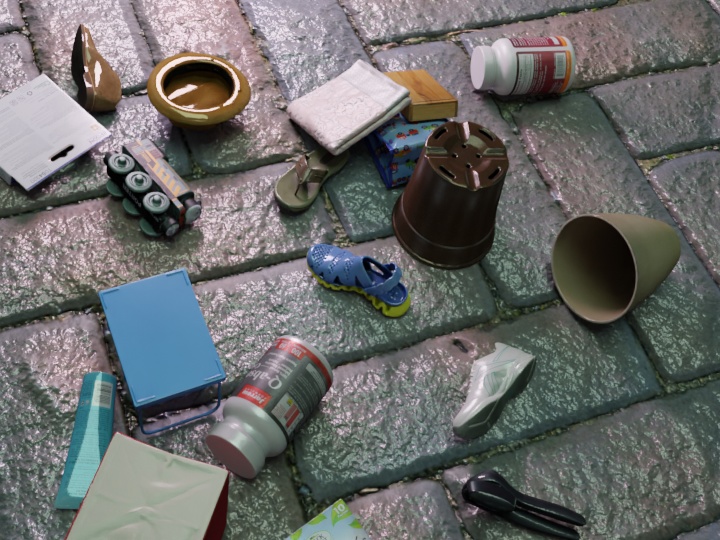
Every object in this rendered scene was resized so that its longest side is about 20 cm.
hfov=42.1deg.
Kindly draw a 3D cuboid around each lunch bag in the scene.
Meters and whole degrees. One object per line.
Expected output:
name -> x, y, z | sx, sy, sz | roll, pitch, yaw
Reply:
lunch bag -> 0.082, -0.272, 1.803 | 0.148, 0.095, 0.202 | -15, 49, -17

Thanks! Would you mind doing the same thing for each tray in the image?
tray -> 0.110, -0.345, 1.826 | 0.096, 0.038, 0.201 | -8, 31, -14

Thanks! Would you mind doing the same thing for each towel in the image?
towel -> -0.024, -0.313, 1.766 | 0.189, 0.033, 0.200 | -35, 42, -9

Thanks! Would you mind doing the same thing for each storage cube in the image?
storage cube -> -0.281, 0.355, 1.252 | 0.168, 0.181, 0.203 | 18, 54, 3

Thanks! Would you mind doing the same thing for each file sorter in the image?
file sorter -> -0.303, 0.128, 1.436 | 0.136, 0.124, 0.202 | -16, 60, -19

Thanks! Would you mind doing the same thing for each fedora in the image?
fedora -> -0.306, -0.323, 1.764 | 0.196, 0.082, 0.204 | 8, 52, -10

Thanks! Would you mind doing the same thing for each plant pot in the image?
plant pot -> 0.168, -0.142, 1.655 | 0.196, 0.200, 0.204 | 5, 55, -7
plant pot -> 0.473, -0.022, 1.656 | 0.197, 0.189, 0.189 | -14, 58, -35

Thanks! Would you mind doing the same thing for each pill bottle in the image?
pill bottle -> 0.332, -0.420, 1.922 | 0.195, 0.114, 0.115 | -4, 57, -13
pill bottle -> -0.137, 0.206, 1.416 | 0.115, 0.117, 0.201 | 31, 56, 12

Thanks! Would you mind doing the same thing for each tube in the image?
tube -> -0.399, 0.253, 1.385 | 0.076, 0.051, 0.204 | 2, 61, -3

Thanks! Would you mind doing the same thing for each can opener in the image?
can opener -> 0.245, 0.363, 1.416 | 0.197, 0.064, 0.079 | 23, 28, -6

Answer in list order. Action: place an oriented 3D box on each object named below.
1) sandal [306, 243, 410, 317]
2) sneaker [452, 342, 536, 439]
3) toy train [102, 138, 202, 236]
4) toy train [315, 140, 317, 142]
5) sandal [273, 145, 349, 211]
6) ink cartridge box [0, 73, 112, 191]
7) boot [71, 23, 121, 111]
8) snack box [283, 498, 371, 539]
sandal -> 0.000, 0.000, 1.599 | 0.196, 0.088, 0.080 | 22, 57, 7
sneaker -> 0.204, 0.195, 1.522 | 0.079, 0.071, 0.200 | 29, 52, 29
toy train -> -0.364, -0.146, 1.639 | 0.113, 0.086, 0.200 | -29, 65, -37
toy train -> -0.039, -0.317, 1.838 | 0.045, 0.034, 0.202 | 28, 56, -3
sandal -> -0.092, -0.187, 1.724 | 0.079, 0.058, 0.202 | 31, 57, 12
ink cartridge box -> -0.584, -0.242, 1.686 | 0.199, 0.044, 0.196 | 40, 58, 14
boot -> -0.507, -0.384, 1.790 | 0.074, 0.074, 0.203 | 0, 58, -32
snack box -> -0.025, 0.447, 1.312 | 0.141, 0.053, 0.201 | -29, 65, -27
